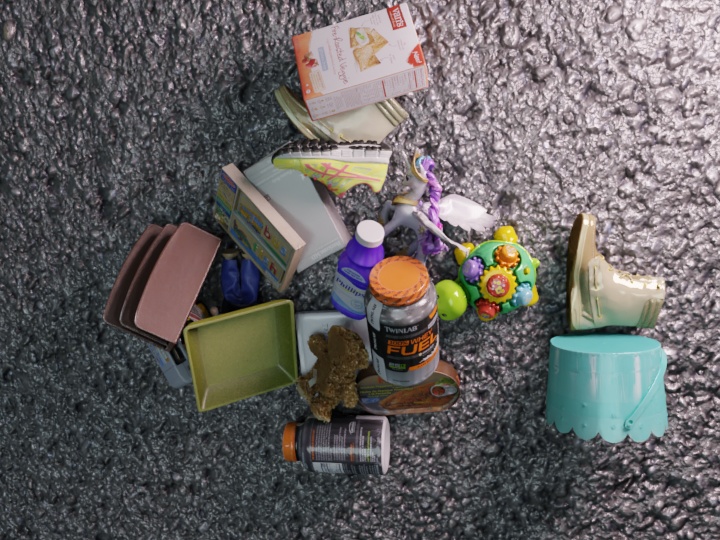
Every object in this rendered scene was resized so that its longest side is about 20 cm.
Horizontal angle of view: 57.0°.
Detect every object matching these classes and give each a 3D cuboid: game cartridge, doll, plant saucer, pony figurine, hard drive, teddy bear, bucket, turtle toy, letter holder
[{"bbox_3d":[-0.376,0.127,1.251,0.203,0.041,0.133,61,147,1],"label":"game cartridge"},{"bbox_3d":[-0.217,0.065,1.246,0.133,0.049,0.205,3,104,7],"label":"doll"},{"bbox_3d":[-0.217,0.144,1.211,0.196,0.048,0.203,-14,127,-20],"label":"plant saucer"},{"bbox_3d":[0.107,-0.078,1.113,0.192,0.166,0.202,38,124,10],"label":"pony figurine"},{"bbox_3d":[-0.019,0.138,1.242,0.195,0.025,0.135,-3,104,11],"label":"hard drive"},{"bbox_3d":[-0.049,0.184,1.201,0.144,0.066,0.204,35,116,39],"label":"teddy bear"},{"bbox_3d":[0.403,0.184,1.093,0.202,0.207,0.138,-1,96,10],"label":"bucket"},{"bbox_3d":[0.212,0.023,1.133,0.197,0.101,0.148,-22,99,14],"label":"turtle toy"},{"bbox_3d":[-0.350,0.016,1.162,0.140,0.100,0.203,26,68,-14],"label":"letter holder"}]

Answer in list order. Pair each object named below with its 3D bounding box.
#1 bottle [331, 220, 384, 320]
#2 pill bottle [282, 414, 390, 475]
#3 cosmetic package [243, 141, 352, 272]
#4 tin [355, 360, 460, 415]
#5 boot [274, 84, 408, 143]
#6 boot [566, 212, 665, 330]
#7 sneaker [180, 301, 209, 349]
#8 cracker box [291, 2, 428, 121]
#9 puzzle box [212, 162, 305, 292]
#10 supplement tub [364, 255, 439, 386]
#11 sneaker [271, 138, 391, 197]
[{"bbox_3d":[0.000,0.000,1.136,0.082,0.066,0.202,29,141,11],"label":"bottle"},{"bbox_3d":[-0.046,0.326,1.252,0.195,0.106,0.109,0,104,10],"label":"pill bottle"},{"bbox_3d":[-0.107,-0.111,1.164,0.105,0.090,0.203,-28,95,12],"label":"cosmetic package"},{"bbox_3d":[0.084,0.213,1.216,0.195,0.042,0.113,-6,133,11],"label":"tin"},{"bbox_3d":[-0.033,-0.278,1.117,0.199,0.072,0.155,42,107,-8],"label":"boot"},{"bbox_3d":[0.426,0.004,1.106,0.152,0.073,0.205,0,106,10],"label":"boot"},{"bbox_3d":[-0.305,0.157,1.267,0.077,0.082,0.202,-28,99,14],"label":"sneaker"},{"bbox_3d":[-0.002,-0.332,1.056,0.196,0.058,0.136,-15,63,3],"label":"cracker box"},{"bbox_3d":[-0.181,-0.072,1.154,0.200,0.025,0.134,47,142,14],"label":"puzzle box"},{"bbox_3d":[0.069,0.084,1.101,0.120,0.124,0.203,0,132,10],"label":"supplement tub"},{"bbox_3d":[-0.048,-0.163,1.084,0.195,0.079,0.092,2,115,-1],"label":"sneaker"}]
